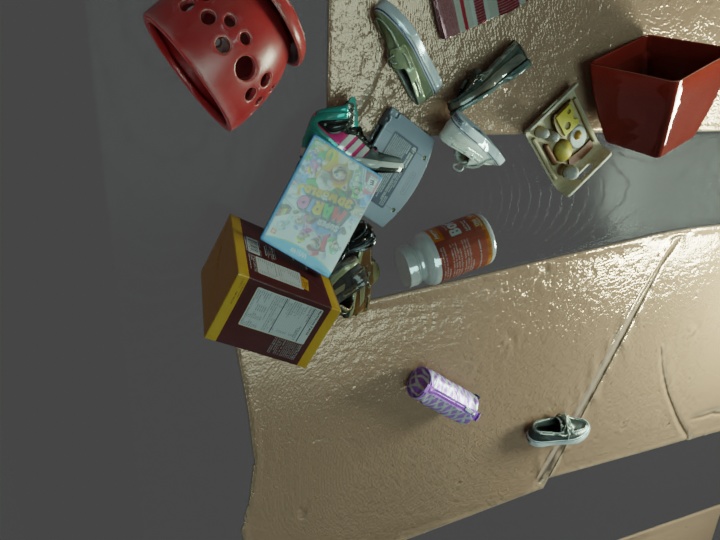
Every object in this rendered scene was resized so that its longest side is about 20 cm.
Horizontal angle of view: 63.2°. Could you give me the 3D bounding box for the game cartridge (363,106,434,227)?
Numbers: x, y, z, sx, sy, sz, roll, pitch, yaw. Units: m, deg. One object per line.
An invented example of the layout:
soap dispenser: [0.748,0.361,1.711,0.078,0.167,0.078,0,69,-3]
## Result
game cartridge: [0.055,-0.195,1.147,0.132,0.042,0.203,27,99,-34]

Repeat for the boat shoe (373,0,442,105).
boat shoe: [0.080,-0.387,1.056,0.062,0.072,0.200,-45,124,-2]

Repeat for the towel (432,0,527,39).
towel: [0.215,-0.534,1.081,0.196,0.023,0.147,-27,117,-13]

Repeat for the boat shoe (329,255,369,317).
boat shoe: [-0.051,0.057,1.139,0.074,0.074,0.201,-34,168,-46]

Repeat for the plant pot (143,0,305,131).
plant pot: [-0.197,-0.350,0.885,0.182,0.200,0.201,-44,121,-8]

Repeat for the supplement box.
supplement box: [-0.165,0.036,1.046,0.197,0.199,0.134,22,114,-29]

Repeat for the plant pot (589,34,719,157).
plant pot: [0.610,-0.356,1.217,0.197,0.199,0.180,-28,129,-22]

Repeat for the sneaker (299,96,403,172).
sneaker: [-0.008,-0.246,1.057,0.194,0.083,0.125,7,95,-18]

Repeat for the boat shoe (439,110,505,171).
boat shoe: [0.215,-0.237,1.163,0.086,0.076,0.200,-43,150,22]

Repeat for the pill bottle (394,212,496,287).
pill bottle: [0.174,-0.038,1.219,0.195,0.112,0.115,-20,118,-14]

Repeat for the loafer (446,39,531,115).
loafer: [0.241,-0.375,1.141,0.198,0.072,0.064,-34,102,-12]

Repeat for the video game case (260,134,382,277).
video game case: [-0.068,-0.110,1.021,0.141,0.018,0.203,28,97,-13]

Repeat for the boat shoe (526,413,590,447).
boat shoe: [0.546,0.426,1.597,0.193,0.074,0.069,-2,127,-12]

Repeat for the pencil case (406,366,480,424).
pencil case: [0.198,0.301,1.389,0.198,0.085,0.085,31,96,-29]

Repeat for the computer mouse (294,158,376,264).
computer mouse: [-0.067,-0.114,1.092,0.136,0.053,0.204,-24,92,-20]

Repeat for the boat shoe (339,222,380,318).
boat shoe: [0.000,0.000,1.190,0.072,0.076,0.205,-3,121,-27]

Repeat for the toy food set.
toy food set: [0.454,-0.280,1.267,0.143,0.060,0.200,-43,122,-1]
